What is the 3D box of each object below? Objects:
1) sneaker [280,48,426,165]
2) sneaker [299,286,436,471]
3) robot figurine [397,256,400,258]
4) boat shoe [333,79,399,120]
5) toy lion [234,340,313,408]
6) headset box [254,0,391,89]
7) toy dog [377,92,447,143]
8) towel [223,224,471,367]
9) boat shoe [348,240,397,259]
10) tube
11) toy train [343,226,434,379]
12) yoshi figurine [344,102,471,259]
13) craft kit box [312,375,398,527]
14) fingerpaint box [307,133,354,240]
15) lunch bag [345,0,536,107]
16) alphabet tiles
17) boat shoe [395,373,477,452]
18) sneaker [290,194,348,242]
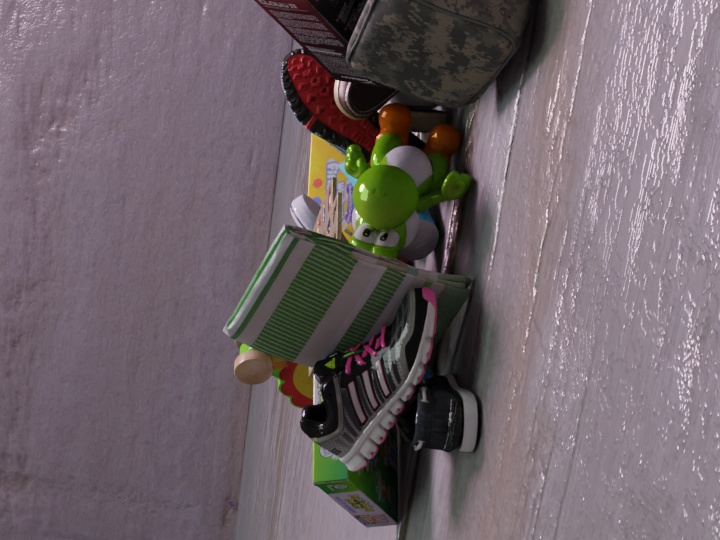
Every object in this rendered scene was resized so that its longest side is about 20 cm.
[{"bbox_3d":[-0.014,-0.151,1.562,0.079,0.200,0.096,-47,9,-9],"label":"sneaker"},{"bbox_3d":[0.004,0.094,1.371,0.074,0.087,0.200,-83,19,-64],"label":"sneaker"},{"bbox_3d":[0.031,-0.056,1.734,0.200,0.058,0.146,-97,15,-53],"label":"robot figurine"},{"bbox_3d":[0.050,-0.235,1.481,0.200,0.072,0.072,-49,24,-2],"label":"boat shoe"},{"bbox_3d":[-0.040,0.091,1.748,0.200,0.191,0.069,-52,28,36],"label":"toy lion"},{"bbox_3d":[-0.017,-0.285,1.387,0.200,0.077,0.149,36,-109,-54],"label":"headset box"},{"bbox_3d":[0.042,-0.204,1.615,0.200,0.096,0.133,139,136,-78],"label":"toy dog"},{"bbox_3d":[-0.012,0.037,1.384,0.153,0.199,0.023,-57,29,33],"label":"towel"},{"bbox_3d":[0.000,0.000,1.582,0.200,0.074,0.063,92,170,-69],"label":"boat shoe"},{"bbox_3d":[0.034,-0.085,1.634,0.200,0.077,0.051,-115,8,-53],"label":"tube"},{"bbox_3d":[0.021,0.048,1.480,0.200,0.084,0.116,52,-158,-61],"label":"toy train"},{"bbox_3d":[0.039,-0.090,1.422,0.112,0.112,0.200,55,-145,-28],"label":"yoshi figurine"},{"bbox_3d":[-0.004,0.161,1.613,0.198,0.048,0.201,48,-142,-60],"label":"craft kit box"},{"bbox_3d":[-0.022,-0.095,1.920,0.167,0.073,0.201,60,-148,-74],"label":"fingerpaint box"},{"bbox_3d":[0.080,-0.258,1.298,0.200,0.139,0.168,126,165,-73],"label":"lunch bag"},{"bbox_3d":[-0.039,0.009,1.505,0.200,0.006,0.167,115,158,-64],"label":"alphabet tiles"},{"bbox_3d":[0.063,0.134,1.397,0.200,0.060,0.076,148,126,-80],"label":"boat shoe"},{"bbox_3d":[-0.037,0.000,1.750,0.200,0.071,0.073,55,-171,-28],"label":"sneaker"}]
